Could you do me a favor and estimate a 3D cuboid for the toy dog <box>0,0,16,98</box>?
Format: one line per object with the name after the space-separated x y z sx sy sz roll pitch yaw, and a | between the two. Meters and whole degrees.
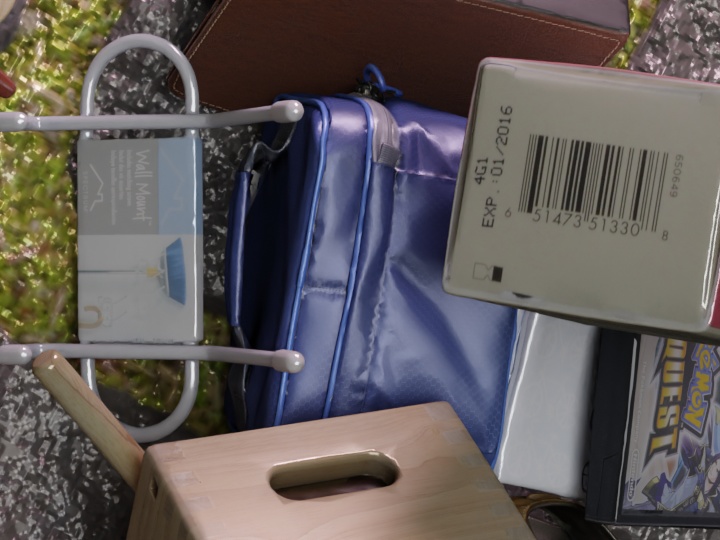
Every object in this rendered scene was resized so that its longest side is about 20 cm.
-0.227 -0.070 1.394 0.200 0.132 0.096 -46 121 -10 | toy dog

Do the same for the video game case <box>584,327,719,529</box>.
0.188 0.034 1.550 0.180 0.025 0.201 7 88 -49 | video game case

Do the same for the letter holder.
0.013 -0.139 1.499 0.199 0.142 0.101 12 55 -21 | letter holder

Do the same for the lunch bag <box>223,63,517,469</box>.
0.000 0.000 1.457 0.132 0.136 0.201 7 93 -16 | lunch bag

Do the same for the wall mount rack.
-0.094 -0.015 1.426 0.173 0.075 0.201 0 91 23 | wall mount rack

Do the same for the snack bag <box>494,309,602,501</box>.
0.142 0.023 1.534 0.188 0.021 0.201 17 86 -47 | snack bag

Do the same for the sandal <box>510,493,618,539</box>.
0.098 0.147 1.498 0.082 0.199 0.055 -48 148 -46 | sandal

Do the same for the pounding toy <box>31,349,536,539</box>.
-0.047 0.138 1.367 0.199 0.142 0.185 -7 131 -26 | pounding toy

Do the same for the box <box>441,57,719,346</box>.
0.136 -0.026 1.371 0.127 0.200 0.109 8 89 22 | box
